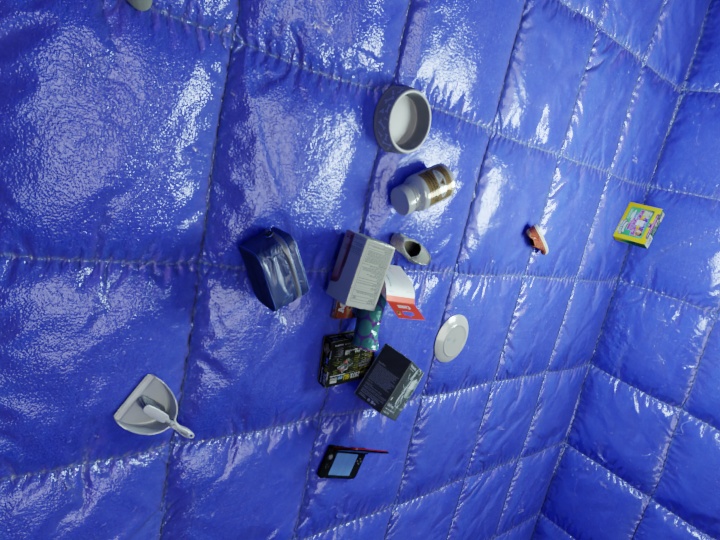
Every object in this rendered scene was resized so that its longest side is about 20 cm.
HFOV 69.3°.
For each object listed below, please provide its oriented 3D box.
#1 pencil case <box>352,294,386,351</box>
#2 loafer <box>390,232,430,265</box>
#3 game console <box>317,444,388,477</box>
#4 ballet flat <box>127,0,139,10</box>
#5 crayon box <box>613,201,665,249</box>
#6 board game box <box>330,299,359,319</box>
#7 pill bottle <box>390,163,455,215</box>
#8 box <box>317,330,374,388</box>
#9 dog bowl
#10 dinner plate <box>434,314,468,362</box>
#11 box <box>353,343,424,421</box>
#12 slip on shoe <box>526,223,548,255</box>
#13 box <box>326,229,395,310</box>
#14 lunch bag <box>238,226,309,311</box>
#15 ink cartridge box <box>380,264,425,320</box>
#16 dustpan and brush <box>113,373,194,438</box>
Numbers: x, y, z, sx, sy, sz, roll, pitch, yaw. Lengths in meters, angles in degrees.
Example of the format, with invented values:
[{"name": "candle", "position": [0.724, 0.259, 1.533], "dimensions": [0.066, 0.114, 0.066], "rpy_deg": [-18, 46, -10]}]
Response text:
[{"name": "pencil case", "position": [0.035, 0.151, 1.643], "dimensions": [0.091, 0.084, 0.206], "rpy_deg": [20, 77, -26]}, {"name": "loafer", "position": [0.176, -0.063, 1.721], "dimensions": [0.198, 0.069, 0.071], "rpy_deg": [25, 92, -44]}, {"name": "game console", "position": [-0.026, 0.676, 1.822], "dimensions": [0.198, 0.118, 0.176], "rpy_deg": [24, 91, -43]}, {"name": "ballet flat", "position": [-0.436, -0.597, 0.972], "dimensions": [0.066, 0.063, 0.205], "rpy_deg": [-27, 124, -29]}, {"name": "crayon box", "position": [1.419, -0.232, 2.660], "dimensions": [0.058, 0.171, 0.204], "rpy_deg": [30, 88, -40]}, {"name": "board game box", "position": [-0.031, 0.051, 1.625], "dimensions": [0.101, 0.019, 0.206], "rpy_deg": [0, 107, -40]}, {"name": "pill bottle", "position": [0.194, -0.250, 1.629], "dimensions": [0.197, 0.113, 0.117], "rpy_deg": [-28, 124, -29]}, {"name": "box", "position": [-0.039, 0.281, 1.694], "dimensions": [0.196, 0.049, 0.164], "rpy_deg": [-6, 114, -39]}, {"name": "dog bowl", "position": [0.130, -0.441, 1.533], "dimensions": [0.196, 0.058, 0.206], "rpy_deg": [-18, 120, -35]}, {"name": "dinner plate", "position": [0.368, 0.274, 2.062], "dimensions": [0.196, 0.024, 0.206], "rpy_deg": [-16, 117, -35]}, {"name": "box", "position": [0.102, 0.383, 1.773], "dimensions": [0.199, 0.122, 0.200], "rpy_deg": [-57, 152, -8]}, {"name": "slip on shoe", "position": [0.747, -0.125, 2.204], "dimensions": [0.060, 0.075, 0.200], "rpy_deg": [-29, 141, 16]}, {"name": "box", "position": [0.000, 0.000, 1.543], "dimensions": [0.126, 0.108, 0.205], "rpy_deg": [14, 98, -43]}, {"name": "lunch bag", "position": [-0.218, -0.016, 1.354], "dimensions": [0.131, 0.135, 0.205], "rpy_deg": [-30, 124, -28]}, {"name": "ink cartridge box", "position": [0.120, 0.062, 1.628], "dimensions": [0.160, 0.201, 0.058], "rpy_deg": [10, 122, -50]}, {"name": "dustpan and brush", "position": [-0.500, 0.372, 1.322], "dimensions": [0.141, 0.057, 0.201], "rpy_deg": [-51, 133, -12]}]
